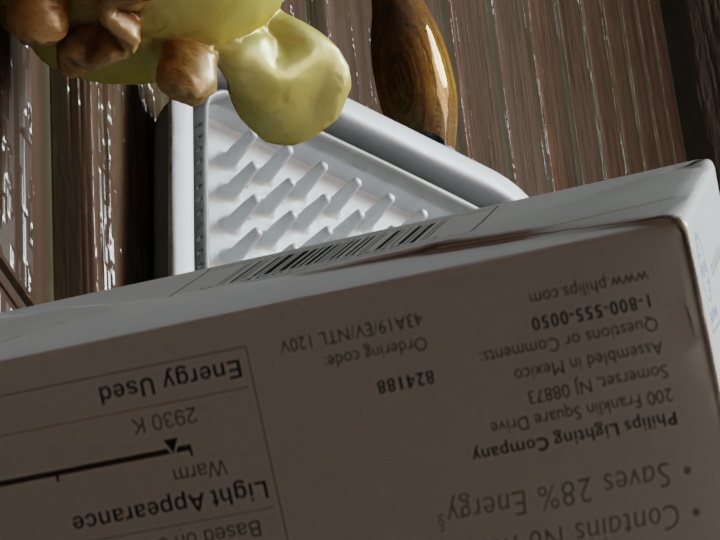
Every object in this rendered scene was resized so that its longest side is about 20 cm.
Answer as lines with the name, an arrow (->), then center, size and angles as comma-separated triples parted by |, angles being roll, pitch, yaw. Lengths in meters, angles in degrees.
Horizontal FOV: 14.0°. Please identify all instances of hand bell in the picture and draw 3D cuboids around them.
hand bell -> 0.008, -0.135, 1.188 | 0.104, 0.103, 0.201 | 5, 72, -79

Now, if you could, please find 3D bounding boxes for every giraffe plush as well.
giraffe plush -> -0.051, -0.120, 0.805 | 0.200, 0.171, 0.163 | 78, 24, -76

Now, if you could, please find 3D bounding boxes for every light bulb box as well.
light bulb box -> 0.005, 0.097, 0.661 | 0.125, 0.197, 0.201 | -36, 114, -76

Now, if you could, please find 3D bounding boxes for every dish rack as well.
dish rack -> -0.001, 0.031, 0.958 | 0.171, 0.044, 0.201 | 24, 43, -28

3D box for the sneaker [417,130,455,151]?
sneaker -> 0.000, 0.000, 1.166 | 0.074, 0.088, 0.200 | 44, -10, 2
